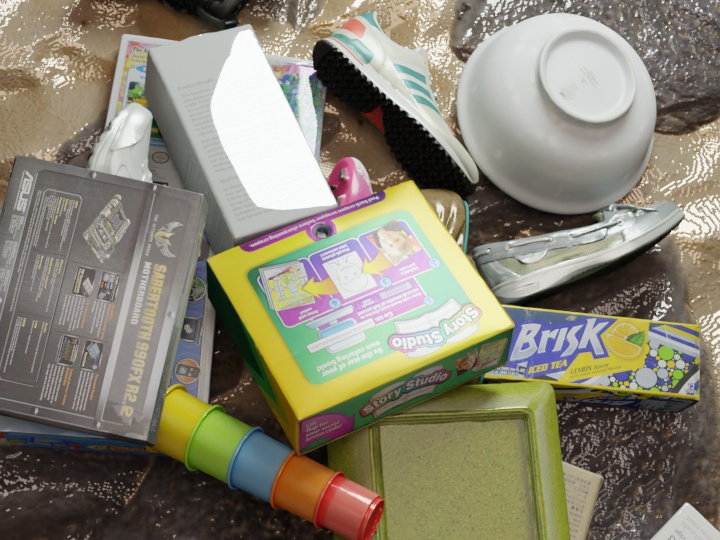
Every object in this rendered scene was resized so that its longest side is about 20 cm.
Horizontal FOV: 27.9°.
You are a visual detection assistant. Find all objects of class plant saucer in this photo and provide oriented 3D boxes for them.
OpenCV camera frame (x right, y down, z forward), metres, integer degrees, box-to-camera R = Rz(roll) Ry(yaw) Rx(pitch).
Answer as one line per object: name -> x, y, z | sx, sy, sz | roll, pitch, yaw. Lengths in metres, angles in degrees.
plant saucer -> 0.076, 0.187, 1.169 | 0.197, 0.048, 0.203 | -2, 72, -7

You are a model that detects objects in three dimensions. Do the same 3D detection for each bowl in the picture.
bowl -> 0.195, -0.162, 1.340 | 0.198, 0.090, 0.204 | 5, 68, -12

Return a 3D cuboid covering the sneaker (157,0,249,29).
sneaker -> -0.155, -0.272, 1.358 | 0.197, 0.070, 0.101 | -13, 76, -10

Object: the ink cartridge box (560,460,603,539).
ink cartridge box -> 0.086, 0.221, 1.223 | 0.198, 0.075, 0.167 | 21, 72, 0

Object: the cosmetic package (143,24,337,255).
cosmetic package -> -0.108, -0.107, 1.264 | 0.100, 0.071, 0.202 | -17, 67, -21

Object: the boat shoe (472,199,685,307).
boat shoe -> 0.201, -0.025, 1.319 | 0.200, 0.074, 0.065 | -23, 80, -6

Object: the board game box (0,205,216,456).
board game box -> -0.222, 0.054, 1.252 | 0.193, 0.056, 0.203 | 5, 72, -5

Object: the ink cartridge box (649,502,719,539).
ink cartridge box -> 0.234, 0.308, 1.123 | 0.200, 0.085, 0.145 | -41, 74, -20

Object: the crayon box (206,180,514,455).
crayon box -> -0.002, 0.034, 1.182 | 0.198, 0.059, 0.173 | -21, 57, -19

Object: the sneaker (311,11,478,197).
sneaker -> 0.051, -0.161, 1.345 | 0.200, 0.070, 0.093 | 44, 59, 2

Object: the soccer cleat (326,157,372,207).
soccer cleat -> 0.000, 0.000, 1.298 | 0.085, 0.070, 0.203 | 14, 67, -25

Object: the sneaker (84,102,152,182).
sneaker -> -0.194, -0.039, 1.224 | 0.098, 0.078, 0.203 | 14, 80, -9

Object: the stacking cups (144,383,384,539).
stacking cups -> -0.077, 0.161, 1.147 | 0.198, 0.061, 0.061 | 26, 70, 19

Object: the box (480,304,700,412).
box -> 0.198, 0.079, 1.288 | 0.197, 0.064, 0.071 | 6, 72, -5

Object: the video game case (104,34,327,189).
video game case -> -0.135, -0.122, 1.327 | 0.197, 0.024, 0.184 | 7, 65, -4

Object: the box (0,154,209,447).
box -> -0.217, 0.023, 1.140 | 0.156, 0.048, 0.203 | 11, 79, 1

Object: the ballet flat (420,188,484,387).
ballet flat -> 0.064, 0.012, 1.275 | 0.071, 0.068, 0.203 | 13, 59, -27
